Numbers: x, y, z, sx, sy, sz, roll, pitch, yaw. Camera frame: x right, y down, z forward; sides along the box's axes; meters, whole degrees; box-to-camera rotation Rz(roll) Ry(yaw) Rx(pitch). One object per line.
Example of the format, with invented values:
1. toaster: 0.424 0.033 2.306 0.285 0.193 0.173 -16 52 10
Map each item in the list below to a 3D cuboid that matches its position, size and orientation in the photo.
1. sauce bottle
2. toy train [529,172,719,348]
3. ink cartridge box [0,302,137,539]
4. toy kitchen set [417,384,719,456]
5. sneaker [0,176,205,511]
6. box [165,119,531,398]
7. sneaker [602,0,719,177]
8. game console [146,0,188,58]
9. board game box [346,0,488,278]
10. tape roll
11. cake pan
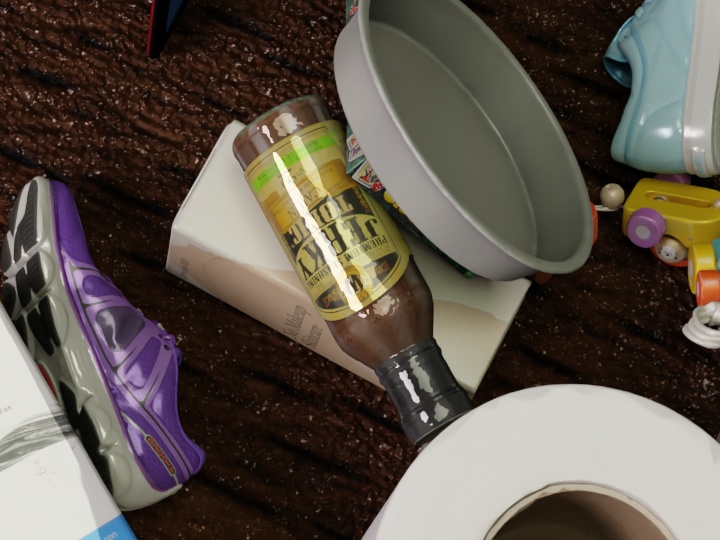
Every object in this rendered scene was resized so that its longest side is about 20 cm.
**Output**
1. sauce bottle: 0.000 0.000 1.393 0.064 0.065 0.201 -28 79 -14
2. toy train: 0.173 0.002 1.493 0.150 0.056 0.200 -27 41 -32
3. ink cartridge box: -0.199 0.107 1.372 0.084 0.146 0.201 -29 90 -15
4. toy kitchen set: 0.144 0.076 1.394 0.198 0.181 0.164 15 39 -3
5. sneaker: -0.150 0.040 1.464 0.083 0.081 0.201 -18 83 -29
6. box: -0.009 0.002 1.472 0.199 0.095 0.078 28 72 3
7. sneaker: 0.191 -0.152 1.557 0.081 0.074 0.201 1 59 17
8. game console: -0.041 -0.214 1.476 0.171 0.200 0.120 -3 75 -9
9. board game box: 0.032 -0.094 1.464 0.105 0.023 0.201 37 31 -28
10. tape roll: 0.093 0.168 1.207 0.201 0.139 0.204 2 74 -6
11. cake pan: 0.055 -0.077 1.415 0.037 0.200 0.201 -35 78 26
